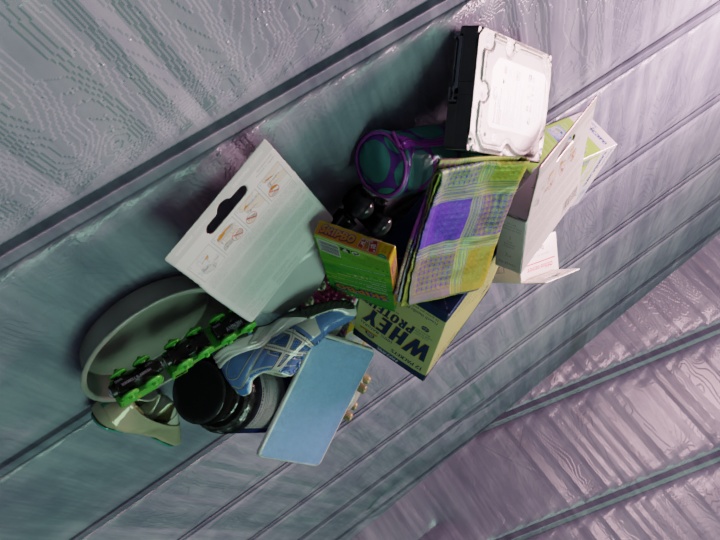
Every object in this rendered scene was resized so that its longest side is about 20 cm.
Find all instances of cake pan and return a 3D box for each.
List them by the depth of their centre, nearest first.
[{"bbox_3d":[-0.247,0.078,1.024,0.199,0.037,0.201,-33,157,-16],"label":"cake pan"}]

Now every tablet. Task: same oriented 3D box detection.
[{"bbox_3d":[-0.064,0.191,1.257,0.130,0.014,0.201,22,97,-44],"label":"tablet"}]

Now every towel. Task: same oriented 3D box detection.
[{"bbox_3d":[0.122,-0.047,1.044,0.142,0.023,0.201,-8,129,-32],"label":"towel"}]

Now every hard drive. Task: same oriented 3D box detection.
[{"bbox_3d":[0.171,-0.206,1.038,0.199,0.038,0.141,-1,98,-53],"label":"hard drive"}]

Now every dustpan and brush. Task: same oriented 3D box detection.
[{"bbox_3d":[-0.097,0.021,1.145,0.139,0.057,0.201,-32,150,-13],"label":"dustpan and brush"}]

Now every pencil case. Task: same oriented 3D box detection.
[{"bbox_3d":[0.089,-0.145,1.066,0.199,0.086,0.092,-18,163,-41],"label":"pencil case"}]

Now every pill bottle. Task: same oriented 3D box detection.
[{"bbox_3d":[-0.174,0.175,1.221,0.112,0.112,0.200,-44,157,11],"label":"pill bottle"}]

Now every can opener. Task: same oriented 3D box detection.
[{"bbox_3d":[0.009,-0.062,1.036,0.079,0.063,0.200,-58,-168,-1],"label":"can opener"}]

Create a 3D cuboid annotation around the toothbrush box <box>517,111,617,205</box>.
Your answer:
[{"bbox_3d":[0.288,-0.151,1.366,0.199,0.086,0.146,-25,154,-34],"label":"toothbrush box"}]

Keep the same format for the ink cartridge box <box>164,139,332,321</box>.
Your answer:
[{"bbox_3d":[-0.125,-0.045,0.943,0.160,0.047,0.200,-51,151,-5],"label":"ink cartridge box"}]

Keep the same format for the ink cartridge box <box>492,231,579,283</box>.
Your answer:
[{"bbox_3d":[0.244,-0.023,1.409,0.199,0.068,0.117,1,-167,44],"label":"ink cartridge box"}]

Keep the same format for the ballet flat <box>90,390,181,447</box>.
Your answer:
[{"bbox_3d":[-0.283,0.194,1.158,0.069,0.070,0.200,-40,158,2],"label":"ballet flat"}]

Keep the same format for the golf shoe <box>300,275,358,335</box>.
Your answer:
[{"bbox_3d":[-0.050,0.058,1.269,0.200,0.075,0.091,-51,170,32],"label":"golf shoe"}]

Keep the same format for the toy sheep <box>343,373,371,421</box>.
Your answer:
[{"bbox_3d":[-0.056,0.175,1.367,0.138,0.138,0.200,-39,177,1],"label":"toy sheep"}]

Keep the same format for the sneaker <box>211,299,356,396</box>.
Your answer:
[{"bbox_3d":[-0.093,0.096,1.129,0.198,0.078,0.076,-23,178,-12],"label":"sneaker"}]

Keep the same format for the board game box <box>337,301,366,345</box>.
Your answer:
[{"bbox_3d":[0.042,0.064,1.451,0.199,0.034,0.135,-28,156,-26],"label":"board game box"}]

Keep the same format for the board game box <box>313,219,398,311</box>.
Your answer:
[{"bbox_3d":[0.000,0.000,1.064,0.200,0.095,0.030,82,30,-68],"label":"board game box"}]

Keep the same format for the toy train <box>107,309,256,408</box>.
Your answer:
[{"bbox_3d":[-0.209,0.100,1.026,0.199,0.042,0.056,-30,166,-24],"label":"toy train"}]

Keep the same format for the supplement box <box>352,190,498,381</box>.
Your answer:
[{"bbox_3d":[0.104,0.012,1.248,0.200,0.134,0.200,-49,164,-29],"label":"supplement box"}]

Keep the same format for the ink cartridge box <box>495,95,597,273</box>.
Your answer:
[{"bbox_3d":[0.251,-0.122,1.162,0.200,0.044,0.177,-47,149,-39],"label":"ink cartridge box"}]
